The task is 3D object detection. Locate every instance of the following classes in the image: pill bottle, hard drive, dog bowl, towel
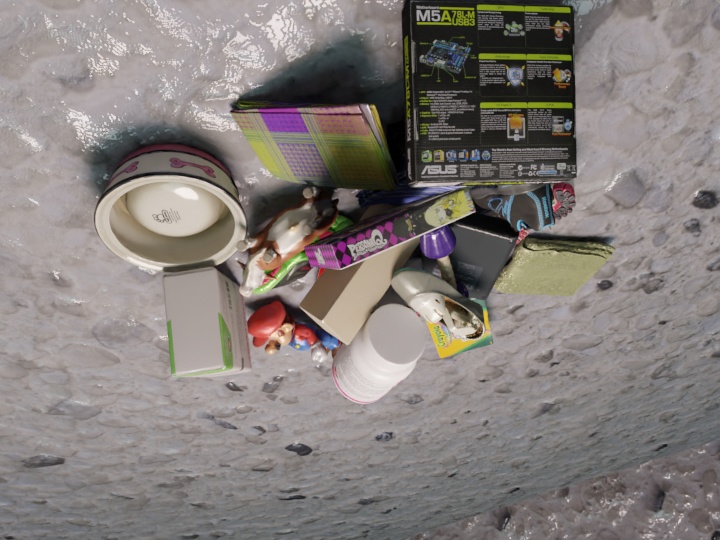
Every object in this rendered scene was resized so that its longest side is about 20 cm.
[{"bbox_3d":[0.028,0.136,0.987,0.111,0.116,0.201,2,155,-16],"label":"pill bottle"},{"bbox_3d":[0.165,-0.026,0.997,0.136,0.033,0.201,16,151,5],"label":"hard drive"},{"bbox_3d":[-0.253,-0.085,0.833,0.195,0.075,0.202,-7,145,-5],"label":"dog bowl"},{"bbox_3d":[0.098,-0.116,0.827,0.142,0.024,0.199,-5,176,-31],"label":"towel"},{"bbox_3d":[-0.052,-0.155,0.763,0.196,0.023,0.144,7,150,27],"label":"towel"},{"bbox_3d":[0.354,-0.005,1.132,0.195,0.037,0.150,1,144,-17],"label":"towel"}]

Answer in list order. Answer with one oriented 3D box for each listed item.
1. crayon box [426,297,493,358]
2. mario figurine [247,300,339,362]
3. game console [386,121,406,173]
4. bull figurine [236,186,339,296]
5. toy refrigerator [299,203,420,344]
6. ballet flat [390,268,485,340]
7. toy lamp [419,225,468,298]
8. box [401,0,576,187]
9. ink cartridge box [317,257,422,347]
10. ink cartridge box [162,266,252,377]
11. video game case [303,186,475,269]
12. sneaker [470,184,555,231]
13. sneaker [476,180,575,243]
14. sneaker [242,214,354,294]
[{"bbox_3d":[0.190,0.092,1.204,0.116,0.059,0.201,-16,145,8],"label":"crayon box"},{"bbox_3d":[-0.128,0.134,1.138,0.197,0.108,0.123,21,138,-34],"label":"mario figurine"},{"bbox_3d":[0.137,-0.142,0.823,0.195,0.177,0.119,-7,117,-5],"label":"game console"},{"bbox_3d":[-0.112,-0.044,0.872,0.199,0.065,0.121,-43,179,2],"label":"bull figurine"},{"bbox_3d":[0.000,0.000,0.921,0.202,0.069,0.076,-55,134,-10],"label":"toy refrigerator"},{"bbox_3d":[0.128,0.057,0.943,0.198,0.065,0.067,26,132,-36],"label":"ballet flat"},{"bbox_3d":[0.131,-0.011,0.950,0.057,0.059,0.201,-17,142,10],"label":"toy lamp"},{"bbox_3d":[0.146,-0.197,0.693,0.195,0.199,0.047,-4,-179,-10],"label":"box"},{"bbox_3d":[0.009,0.062,1.066,0.171,0.086,0.201,-3,155,-9],"label":"ink cartridge box"},{"bbox_3d":[-0.234,0.089,0.957,0.082,0.149,0.200,-9,170,-1],"label":"ink cartridge box"},{"bbox_3d":[0.027,-0.051,0.777,0.178,0.037,0.200,-23,-173,-13],"label":"video game case"},{"bbox_3d":[0.204,-0.090,0.834,0.072,0.084,0.200,-20,-175,-1],"label":"sneaker"},{"bbox_3d":[0.246,-0.098,0.950,0.080,0.076,0.198,32,141,-31],"label":"sneaker"},{"bbox_3d":[-0.095,-0.030,0.968,0.196,0.078,0.084,-24,178,9],"label":"sneaker"}]
